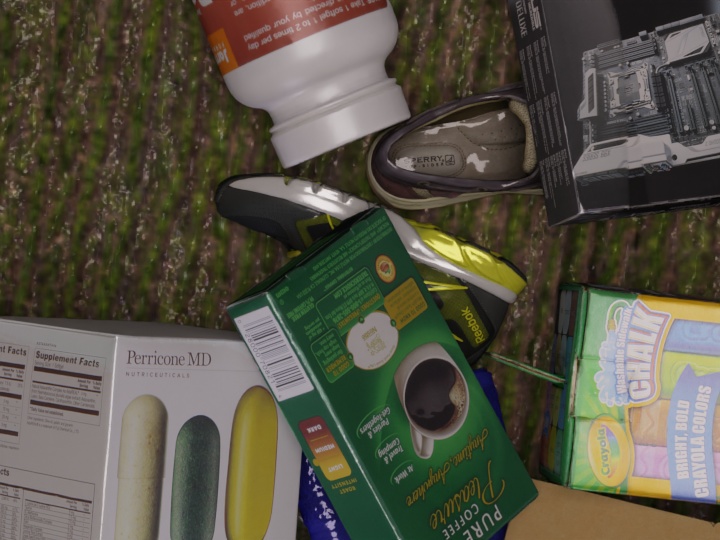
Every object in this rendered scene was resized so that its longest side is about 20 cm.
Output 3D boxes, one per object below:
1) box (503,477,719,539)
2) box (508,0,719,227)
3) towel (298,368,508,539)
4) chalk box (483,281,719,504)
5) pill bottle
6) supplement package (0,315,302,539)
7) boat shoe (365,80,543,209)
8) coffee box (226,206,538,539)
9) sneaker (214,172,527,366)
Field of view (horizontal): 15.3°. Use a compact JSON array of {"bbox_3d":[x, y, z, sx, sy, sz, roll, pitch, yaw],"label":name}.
[{"bbox_3d":[0.147,0.234,1.580,0.162,0.021,0.201,13,70,10],"label":"box"},{"bbox_3d":[0.174,-0.135,1.618,0.157,0.050,0.201,-7,83,-21],"label":"box"},{"bbox_3d":[0.035,0.169,1.626,0.147,0.050,0.201,-10,81,-25],"label":"towel"},{"bbox_3d":[0.174,0.074,1.621,0.199,0.124,0.125,6,91,-2],"label":"chalk box"},{"bbox_3d":[-0.045,-0.169,1.612,0.112,0.112,0.201,-22,92,-2],"label":"pill bottle"},{"bbox_3d":[-0.138,0.133,1.566,0.151,0.150,0.201,3,91,-43],"label":"supplement package"},{"bbox_3d":[0.102,-0.081,1.643,0.199,0.065,0.072,-11,89,-3],"label":"boat shoe"},{"bbox_3d":[0.014,0.078,1.558,0.123,0.044,0.201,-38,101,-45],"label":"coffee box"},{"bbox_3d":[0.000,0.000,1.636,0.199,0.074,0.085,21,91,-3],"label":"sneaker"}]
